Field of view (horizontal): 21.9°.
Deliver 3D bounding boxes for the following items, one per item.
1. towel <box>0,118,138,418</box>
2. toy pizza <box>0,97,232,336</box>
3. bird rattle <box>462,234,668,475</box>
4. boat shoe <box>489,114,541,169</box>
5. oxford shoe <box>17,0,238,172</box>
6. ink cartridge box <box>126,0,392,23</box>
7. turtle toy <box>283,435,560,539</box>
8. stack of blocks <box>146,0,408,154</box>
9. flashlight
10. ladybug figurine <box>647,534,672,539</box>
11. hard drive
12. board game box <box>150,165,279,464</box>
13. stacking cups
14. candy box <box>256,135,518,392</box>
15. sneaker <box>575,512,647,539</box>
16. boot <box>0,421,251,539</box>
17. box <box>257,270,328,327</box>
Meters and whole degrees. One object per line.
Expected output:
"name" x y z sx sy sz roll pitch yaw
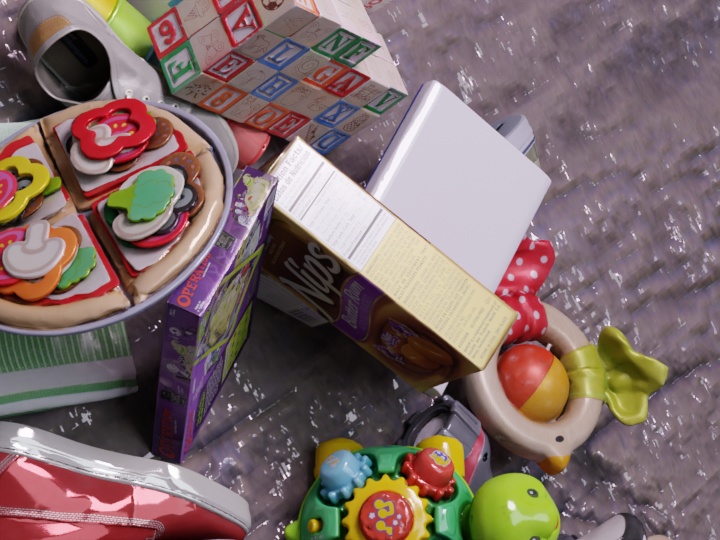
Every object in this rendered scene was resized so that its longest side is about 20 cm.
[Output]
"towel" -0.232 -0.004 1.256 0.152 0.023 0.202 -8 82 -41
"toy pizza" -0.179 -0.043 1.186 0.032 0.199 0.201 72 36 -48
"bird rattle" 0.144 0.068 1.489 0.200 0.112 0.164 47 50 -18
"boat shoe" 0.096 -0.056 1.518 0.200 0.072 0.062 -46 112 -40
"oxford shoe" -0.162 -0.116 1.302 0.200 0.075 0.058 42 18 -35
"ink cartridge box" -0.067 -0.250 1.402 0.199 0.128 0.126 -1 77 -40
"turtle toy" 0.043 0.183 1.332 0.198 0.101 0.147 -3 73 3
"stack of blocks" -0.045 -0.158 1.352 0.200 0.115 0.059 18 45 -58
"flashlight" 0.114 0.185 1.459 0.200 0.067 0.068 45 50 -19
"ladybug figurine" 0.226 0.296 1.484 0.200 0.071 0.137 -49 142 -37
"hard drive" 0.054 -0.025 1.420 0.132 0.025 0.201 38 67 -22
"board game box" -0.100 0.034 1.250 0.032 0.201 0.121 20 56 3
"stacking cups" -0.147 -0.149 1.353 0.200 0.060 0.061 36 56 -30
"candy box" 0.000 0.000 1.305 0.200 0.117 0.057 39 69 -9
"sneaker" 0.130 0.241 1.409 0.199 0.074 0.080 -35 95 -13
"boot" -0.170 0.192 1.214 0.199 0.072 0.146 16 66 -24
"box" -0.095 -0.019 1.364 0.199 0.041 0.039 29 60 -29
